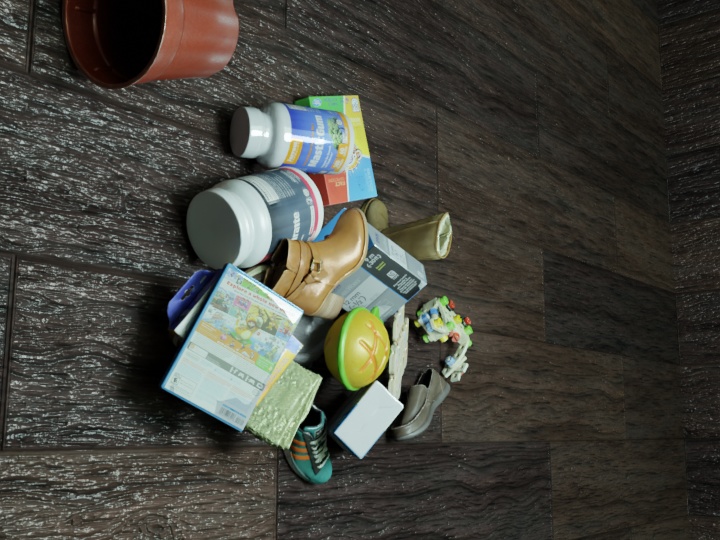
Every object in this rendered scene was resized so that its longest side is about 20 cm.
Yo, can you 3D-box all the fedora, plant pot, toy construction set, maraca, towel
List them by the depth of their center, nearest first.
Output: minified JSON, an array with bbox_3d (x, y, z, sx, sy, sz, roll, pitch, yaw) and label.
[{"bbox_3d":[-0.293,-0.363,1.263,0.194,0.198,0.204,-14,95,-59],"label":"plant pot"},{"bbox_3d":[-0.170,0.179,1.355,0.198,0.037,0.149,31,55,-2],"label":"towel"},{"bbox_3d":[0.002,0.129,1.467,0.200,0.105,0.139,-16,110,-68],"label":"maraca"},{"bbox_3d":[-0.110,0.104,1.470,0.199,0.089,0.180,7,79,-50],"label":"fedora"},{"bbox_3d":[0.186,0.136,1.832,0.132,0.091,0.201,-90,156,-50],"label":"toy construction set"}]

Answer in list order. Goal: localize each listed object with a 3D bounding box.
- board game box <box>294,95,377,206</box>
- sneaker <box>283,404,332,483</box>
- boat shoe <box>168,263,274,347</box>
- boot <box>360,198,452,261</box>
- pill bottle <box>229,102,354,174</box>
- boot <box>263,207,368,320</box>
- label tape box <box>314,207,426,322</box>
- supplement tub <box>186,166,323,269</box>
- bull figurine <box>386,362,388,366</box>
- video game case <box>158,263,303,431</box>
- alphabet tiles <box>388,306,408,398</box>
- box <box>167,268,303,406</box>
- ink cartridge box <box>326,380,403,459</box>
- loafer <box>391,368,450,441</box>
[{"bbox_3d":[-0.045,-0.230,1.650,0.152,0.040,0.203,-16,96,-51],"label":"board game box"},{"bbox_3d":[-0.089,0.285,1.472,0.071,0.079,0.202,-48,120,-43],"label":"sneaker"},{"bbox_3d":[-0.199,0.071,1.347,0.075,0.075,0.202,44,62,15],"label":"boat shoe"},{"bbox_3d":[0.087,-0.080,1.656,0.066,0.198,0.177,39,51,-41],"label":"boot"},{"bbox_3d":[-0.119,-0.228,1.483,0.198,0.112,0.114,1,83,-34],"label":"pill bottle"},{"bbox_3d":[-0.070,-0.028,1.396,0.154,0.073,0.203,26,76,-45],"label":"boot"},{"bbox_3d":[0.000,0.000,1.548,0.199,0.143,0.067,34,28,-27],"label":"label tape box"},{"bbox_3d":[-0.167,-0.085,1.394,0.199,0.139,0.142,-23,101,-50],"label":"supplement tub"},{"bbox_3d":[-0.003,0.144,1.599,0.123,0.065,0.200,61,22,2],"label":"bull figurine"},{"bbox_3d":[-0.185,0.112,1.258,0.142,0.018,0.202,34,75,-24],"label":"video game case"},{"bbox_3d":[0.073,0.165,1.635,0.200,0.014,0.199,-56,148,-72],"label":"alphabet tiles"},{"bbox_3d":[-0.191,0.093,1.286,0.200,0.041,0.120,47,70,-24],"label":"box"},{"bbox_3d":[-0.002,0.260,1.518,0.067,0.200,0.116,41,78,-2],"label":"ink cartridge box"},{"bbox_3d":[0.110,0.269,1.742,0.072,0.072,0.200,58,39,-12],"label":"loafer"}]
